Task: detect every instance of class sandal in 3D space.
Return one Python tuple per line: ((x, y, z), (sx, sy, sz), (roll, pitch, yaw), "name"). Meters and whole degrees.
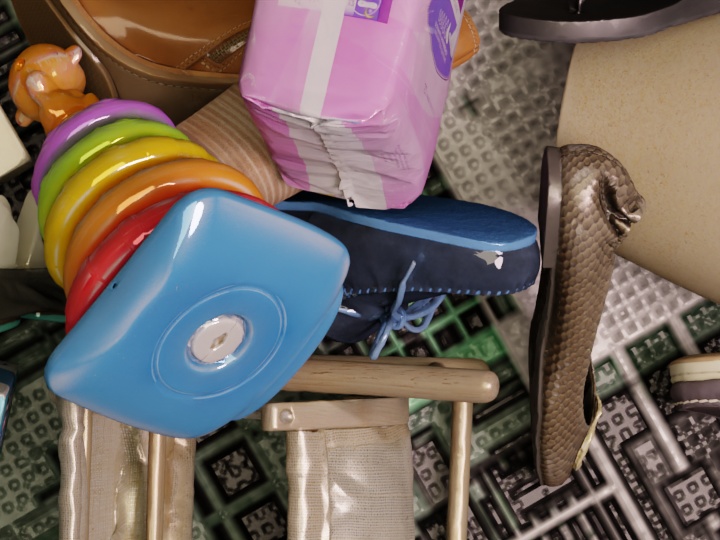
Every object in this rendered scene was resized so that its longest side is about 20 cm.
((0.150, -0.143, 1.340), (0.200, 0.075, 0.045), (-16, 112, -15), "sandal")

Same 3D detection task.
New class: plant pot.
((0.193, -0.055, 1.364), (0.200, 0.187, 0.188), (10, 89, 9), "plant pot")

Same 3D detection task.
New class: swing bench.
((-0.042, 0.137, 1.356), (0.200, 0.130, 0.199), (3, 90, 0), "swing bench")

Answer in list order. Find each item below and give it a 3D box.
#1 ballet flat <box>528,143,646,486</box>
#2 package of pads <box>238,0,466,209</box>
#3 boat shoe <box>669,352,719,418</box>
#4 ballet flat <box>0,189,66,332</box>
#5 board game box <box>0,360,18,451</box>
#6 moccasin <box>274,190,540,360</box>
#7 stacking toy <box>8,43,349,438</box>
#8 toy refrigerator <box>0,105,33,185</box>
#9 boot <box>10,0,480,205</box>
((0.101, 0.023, 1.352), (0.046, 0.067, 0.200), (0, 131, -1), "ballet flat")
((0.007, -0.137, 1.270), (0.076, 0.121, 0.200), (10, 75, 9), "package of pads")
((0.241, 0.081, 1.409), (0.200, 0.072, 0.065), (11, 84, -11), "boat shoe")
((-0.159, -0.003, 1.329), (0.068, 0.200, 0.069), (4, 95, 36), "ballet flat")
((-0.256, 0.048, 1.320), (0.200, 0.151, 0.047), (13, 92, -5), "board game box")
((0.000, 0.000, 1.353), (0.080, 0.200, 0.068), (-9, 102, -46), "moccasin")
((-0.104, -0.032, 1.285), (0.116, 0.110, 0.200), (-50, 49, 15), "stacking toy")
((-0.230, -0.118, 1.363), (0.070, 0.076, 0.200), (-30, 93, -5), "toy refrigerator")
((-0.058, -0.117, 1.382), (0.155, 0.074, 0.200), (-36, 66, -25), "boot")
